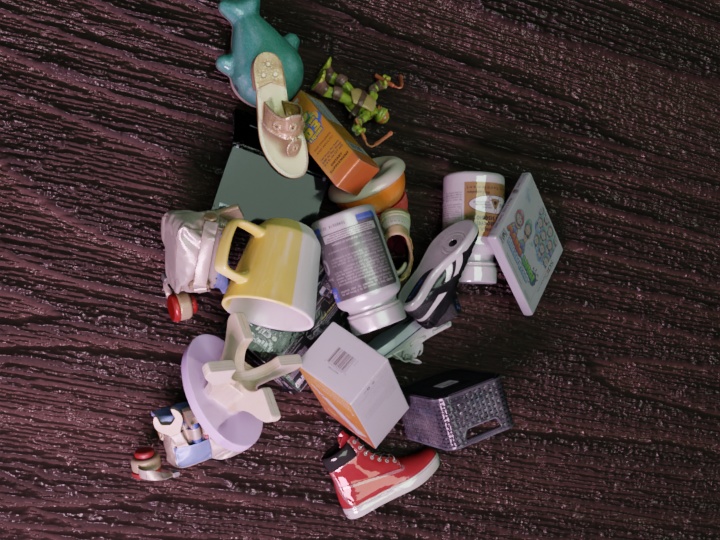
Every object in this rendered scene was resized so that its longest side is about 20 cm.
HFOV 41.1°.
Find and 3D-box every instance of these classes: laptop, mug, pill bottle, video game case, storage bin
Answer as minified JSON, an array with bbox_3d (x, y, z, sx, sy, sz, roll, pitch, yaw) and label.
[{"bbox_3d":[-0.154,-0.162,1.647,0.177,0.200,0.103,20,122,-20],"label":"laptop"},{"bbox_3d":[-0.132,-0.006,1.522,0.149,0.187,0.153,10,70,10],"label":"mug"},{"bbox_3d":[0.000,0.000,1.599,0.114,0.114,0.200,-18,89,-21],"label":"pill bottle"},{"bbox_3d":[0.311,-0.049,1.792,0.182,0.024,0.200,-57,131,-34],"label":"video game case"},{"bbox_3d":[0.208,-0.077,1.773,0.114,0.114,0.200,2,87,-21],"label":"pill bottle"},{"bbox_3d":[0.161,0.240,1.692,0.135,0.200,0.094,-17,93,-21],"label":"storage bin"}]

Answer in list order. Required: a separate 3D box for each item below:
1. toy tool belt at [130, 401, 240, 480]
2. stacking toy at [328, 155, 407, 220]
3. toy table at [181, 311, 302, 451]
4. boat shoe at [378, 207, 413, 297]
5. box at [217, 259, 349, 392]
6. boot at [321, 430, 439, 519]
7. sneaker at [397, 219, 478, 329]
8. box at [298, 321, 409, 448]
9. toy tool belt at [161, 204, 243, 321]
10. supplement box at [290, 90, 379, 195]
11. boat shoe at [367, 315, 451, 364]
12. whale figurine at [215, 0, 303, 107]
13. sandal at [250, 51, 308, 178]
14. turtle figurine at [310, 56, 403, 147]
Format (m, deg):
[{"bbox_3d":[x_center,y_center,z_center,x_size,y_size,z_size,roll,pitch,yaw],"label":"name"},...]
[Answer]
[{"bbox_3d":[-0.283,0.247,1.554,0.200,0.125,0.123,-15,106,-29],"label":"toy tool belt"},{"bbox_3d":[0.043,-0.091,1.717,0.146,0.146,0.200,-34,115,-19],"label":"stacking toy"},{"bbox_3d":[-0.194,0.169,1.507,0.184,0.117,0.200,-15,69,-50],"label":"toy table"},{"bbox_3d":[0.055,-0.017,1.681,0.074,0.200,0.066,-2,45,1],"label":"boat shoe"},{"bbox_3d":[-0.116,0.081,1.653,0.164,0.086,0.200,42,74,-14],"label":"box"},{"bbox_3d":[0.036,0.332,1.712,0.200,0.072,0.145,-25,95,-17],"label":"boot"},{"bbox_3d":[0.157,0.013,1.709,0.200,0.073,0.112,-50,127,-8],"label":"sneaker"},{"bbox_3d":[-0.010,0.195,1.615,0.124,0.200,0.098,32,72,29],"label":"box"},{"bbox_3d":[-0.248,-0.012,1.555,0.123,0.125,0.200,-12,127,-26],"label":"toy tool belt"},{"bbox_3d":[-0.055,-0.218,1.637,0.067,0.200,0.069,-49,145,16],"label":"supplement box"},{"bbox_3d":[0.088,0.137,1.744,0.202,0.075,0.086,-34,102,-29],"label":"boat shoe"},{"bbox_3d":[-0.171,-0.379,1.644,0.159,0.104,0.200,-22,97,-21],"label":"whale figurine"},{"bbox_3d":[-0.128,-0.254,1.565,0.077,0.070,0.212,-16,94,-20],"label":"sandal"},{"bbox_3d":[-0.005,-0.314,1.730,0.161,0.064,0.200,32,54,-13],"label":"turtle figurine"}]
